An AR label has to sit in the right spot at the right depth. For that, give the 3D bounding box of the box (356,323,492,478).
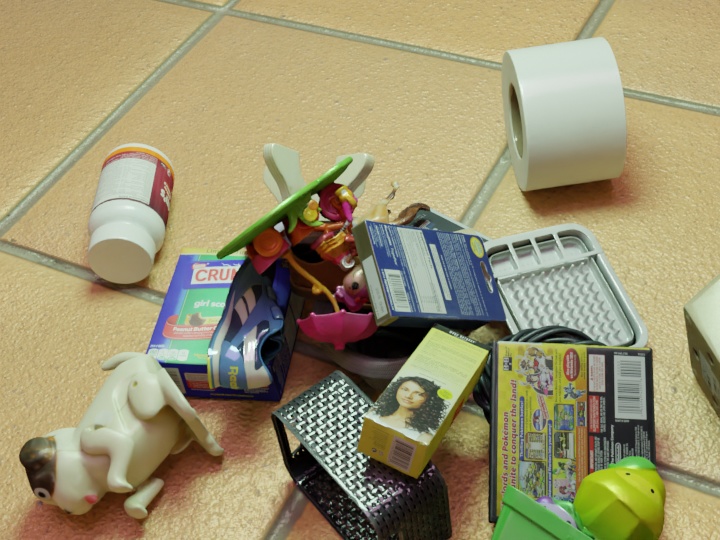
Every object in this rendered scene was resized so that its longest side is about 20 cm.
[{"bbox_3d":[0.071,0.133,1.145,0.075,0.050,0.200,22,33,14],"label":"box"}]

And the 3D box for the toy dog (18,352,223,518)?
[{"bbox_3d":[-0.294,0.195,1.248,0.200,0.140,0.194,-37,66,-13],"label":"toy dog"}]

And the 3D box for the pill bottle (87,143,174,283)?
[{"bbox_3d":[-0.332,-0.083,1.555,0.109,0.110,0.200,-5,45,4],"label":"pill bottle"}]

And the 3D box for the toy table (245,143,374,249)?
[{"bbox_3d":[-0.065,-0.087,1.403,0.199,0.184,0.118,0,79,29],"label":"toy table"}]

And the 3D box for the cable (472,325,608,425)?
[{"bbox_3d":[0.225,0.140,1.233,0.200,0.051,0.163,40,82,16],"label":"cable"}]

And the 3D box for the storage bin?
[{"bbox_3d":[0.001,0.223,1.177,0.094,0.135,0.200,-31,49,-20],"label":"storage bin"}]

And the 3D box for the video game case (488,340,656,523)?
[{"bbox_3d":[0.233,0.180,1.187,0.180,0.026,0.201,3,73,1],"label":"video game case"}]

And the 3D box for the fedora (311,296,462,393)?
[{"bbox_3d":[0.039,0.085,1.340,0.177,0.091,0.200,-33,42,-24],"label":"fedora"}]

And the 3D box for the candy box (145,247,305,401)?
[{"bbox_3d":[-0.170,0.066,1.403,0.168,0.077,0.200,2,45,9],"label":"candy box"}]

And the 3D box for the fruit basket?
[{"bbox_3d":[0.241,0.268,1.072,0.215,0.156,0.216,-4,71,11],"label":"fruit basket"}]

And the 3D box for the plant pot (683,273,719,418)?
[{"bbox_3d":[0.476,0.093,1.205,0.177,0.200,0.200,-23,45,2],"label":"plant pot"}]

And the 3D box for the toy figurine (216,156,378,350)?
[{"bbox_3d":[-0.036,-0.004,1.266,0.200,0.150,0.184,-38,93,-16],"label":"toy figurine"}]

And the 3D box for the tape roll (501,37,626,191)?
[{"bbox_3d":[0.286,-0.221,1.529,0.139,0.203,0.203,-9,45,2],"label":"tape roll"}]

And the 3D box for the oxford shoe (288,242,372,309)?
[{"bbox_3d":[0.000,0.000,1.328,0.199,0.071,0.071,4,39,18],"label":"oxford shoe"}]

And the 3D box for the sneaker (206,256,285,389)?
[{"bbox_3d":[-0.125,0.062,1.305,0.082,0.074,0.200,7,55,9],"label":"sneaker"}]

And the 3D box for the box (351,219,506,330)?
[{"bbox_3d":[0.083,0.008,1.262,0.200,0.032,0.122,5,62,-42],"label":"box"}]

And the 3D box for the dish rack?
[{"bbox_3d":[0.247,0.041,1.350,0.171,0.044,0.200,-12,58,-18],"label":"dish rack"}]

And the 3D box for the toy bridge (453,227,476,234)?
[{"bbox_3d":[0.182,0.027,1.393,0.067,0.027,0.200,-15,58,-18],"label":"toy bridge"}]

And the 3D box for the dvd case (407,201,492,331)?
[{"bbox_3d":[0.108,-0.009,1.472,0.200,0.025,0.150,30,56,32],"label":"dvd case"}]

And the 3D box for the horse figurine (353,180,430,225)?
[{"bbox_3d":[-0.005,-0.061,1.498,0.199,0.050,0.133,-14,33,18],"label":"horse figurine"}]
